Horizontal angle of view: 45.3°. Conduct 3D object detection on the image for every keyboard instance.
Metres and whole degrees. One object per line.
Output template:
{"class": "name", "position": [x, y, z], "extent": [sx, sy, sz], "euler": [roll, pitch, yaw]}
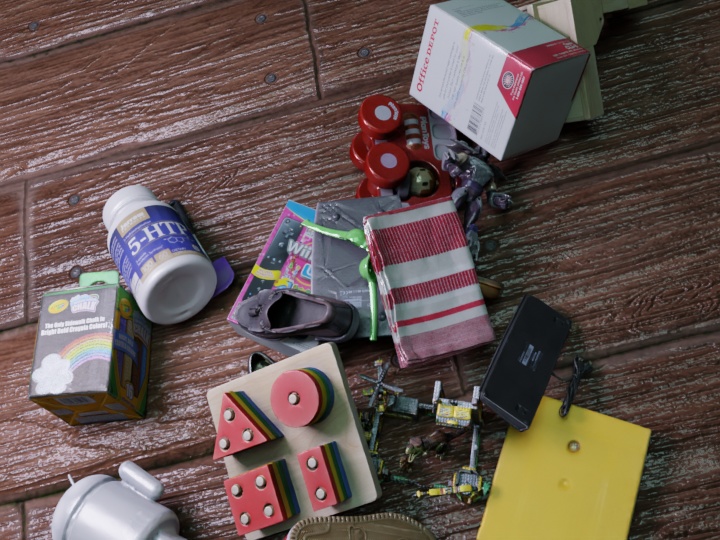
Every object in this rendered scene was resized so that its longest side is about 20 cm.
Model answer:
{"class": "keyboard", "position": [0.232, 0.127, 1.110], "extent": [0.126, 0.021, 0.201], "euler": [34, 49, 3]}

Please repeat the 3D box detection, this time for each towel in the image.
{"class": "towel", "position": [0.090, 0.012, 1.125], "extent": [0.141, 0.023, 0.205], "euler": [-13, 83, -22]}

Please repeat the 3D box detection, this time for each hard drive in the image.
{"class": "hard drive", "position": [0.000, 0.000, 1.173], "extent": [0.131, 0.042, 0.205], "euler": [-5, 67, 10]}

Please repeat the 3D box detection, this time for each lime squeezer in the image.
{"class": "lime squeezer", "position": [-0.007, -0.009, 1.134], "extent": [0.070, 0.038, 0.202], "euler": [-31, 66, -2]}

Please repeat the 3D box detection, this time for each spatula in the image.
{"class": "spatula", "position": [-0.251, -0.040, 1.325], "extent": [0.056, 0.021, 0.202], "euler": [-34, 63, -1]}

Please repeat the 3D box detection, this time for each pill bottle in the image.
{"class": "pill bottle", "position": [-0.304, -0.030, 1.271], "extent": [0.119, 0.120, 0.201], "euler": [-35, 55, -7]}

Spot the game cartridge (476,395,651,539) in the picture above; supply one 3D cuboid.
{"class": "game cartridge", "position": [0.254, 0.269, 1.076], "extent": [0.173, 0.033, 0.204], "euler": [15, 71, 17]}

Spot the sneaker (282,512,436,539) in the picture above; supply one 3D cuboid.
{"class": "sneaker", "position": [-0.008, 0.348, 1.076], "extent": [0.195, 0.113, 0.073], "euler": [11, 60, -18]}

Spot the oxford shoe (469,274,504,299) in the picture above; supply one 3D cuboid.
{"class": "oxford shoe", "position": [0.103, 0.032, 1.205], "extent": [0.195, 0.071, 0.073], "euler": [3, 85, 17]}

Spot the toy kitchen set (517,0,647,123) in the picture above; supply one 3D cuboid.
{"class": "toy kitchen set", "position": [0.330, -0.335, 1.336], "extent": [0.198, 0.185, 0.161], "euler": [-22, 15, -37]}

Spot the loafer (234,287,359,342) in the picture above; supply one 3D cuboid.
{"class": "loafer", "position": [-0.094, 0.053, 1.127], "extent": [0.196, 0.063, 0.074], "euler": [2, 73, 35]}

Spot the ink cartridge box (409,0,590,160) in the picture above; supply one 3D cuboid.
{"class": "ink cartridge box", "position": [0.195, -0.284, 1.244], "extent": [0.143, 0.147, 0.200], "euler": [-23, 52, -37]}

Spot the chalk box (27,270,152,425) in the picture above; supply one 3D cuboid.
{"class": "chalk box", "position": [-0.376, 0.100, 1.227], "extent": [0.122, 0.125, 0.204], "euler": [-6, 63, 9]}

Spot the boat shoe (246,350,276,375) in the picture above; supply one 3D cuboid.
{"class": "boat shoe", "position": [-0.106, 0.198, 1.158], "extent": [0.072, 0.065, 0.201], "euler": [-32, 63, -6]}

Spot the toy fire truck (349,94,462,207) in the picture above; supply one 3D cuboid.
{"class": "toy fire truck", "position": [0.075, -0.165, 1.282], "extent": [0.164, 0.113, 0.204], "euler": [-2, 64, -11]}

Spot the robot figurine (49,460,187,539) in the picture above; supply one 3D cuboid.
{"class": "robot figurine", "position": [-0.312, 0.336, 1.105], "extent": [0.196, 0.113, 0.173], "euler": [20, 77, 20]}

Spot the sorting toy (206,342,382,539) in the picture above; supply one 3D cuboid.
{"class": "sorting toy", "position": [-0.099, 0.219, 1.082], "extent": [0.197, 0.069, 0.203], "euler": [-23, 79, 21]}

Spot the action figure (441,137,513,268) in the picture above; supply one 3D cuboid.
{"class": "action figure", "position": [0.155, -0.103, 1.229], "extent": [0.128, 0.069, 0.204], "euler": [26, 73, -17]}

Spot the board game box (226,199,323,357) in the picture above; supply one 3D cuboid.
{"class": "board game box", "position": [-0.081, 0.018, 1.241], "extent": [0.145, 0.065, 0.203], "euler": [20, 70, 18]}

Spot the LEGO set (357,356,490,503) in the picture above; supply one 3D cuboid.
{"class": "LEGO set", "position": [0.076, 0.207, 1.088], "extent": [0.196, 0.116, 0.157], "euler": [14, 68, 17]}
